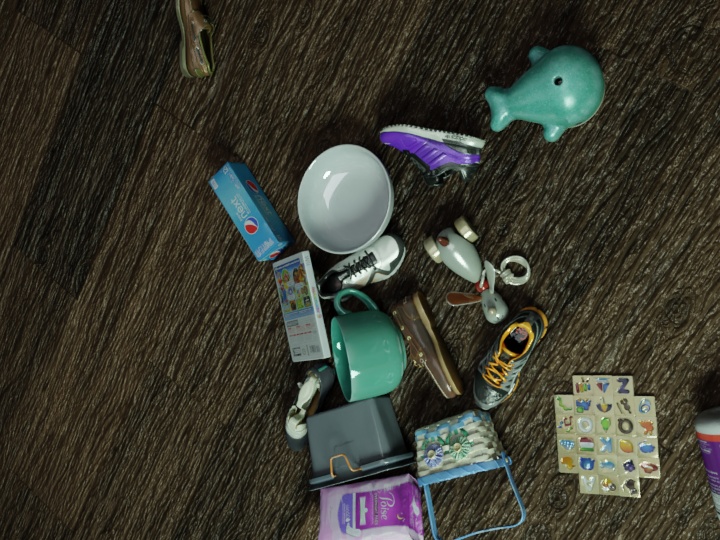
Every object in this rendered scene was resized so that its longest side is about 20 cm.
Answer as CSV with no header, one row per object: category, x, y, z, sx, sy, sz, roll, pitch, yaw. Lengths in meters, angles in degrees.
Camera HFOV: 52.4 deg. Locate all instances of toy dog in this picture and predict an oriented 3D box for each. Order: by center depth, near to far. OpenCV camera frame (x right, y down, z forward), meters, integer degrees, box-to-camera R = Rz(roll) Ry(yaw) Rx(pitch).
toy dog,0.188,-0.004,1.275,0.199,0.096,0.133,38,108,18

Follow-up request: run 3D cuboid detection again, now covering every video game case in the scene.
video game case,-0.117,0.073,1.426,0.142,0.018,0.204,-16,85,59

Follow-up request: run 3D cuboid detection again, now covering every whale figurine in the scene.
whale figurine,0.297,-0.292,1.202,0.196,0.103,0.163,-10,89,25

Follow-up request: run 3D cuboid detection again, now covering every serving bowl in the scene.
serving bowl,-0.019,-0.130,1.376,0.196,0.066,0.205,-3,84,27

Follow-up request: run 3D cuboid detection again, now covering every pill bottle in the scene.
pill bottle,0.582,0.309,1.100,0.111,0.112,0.204,-15,87,25

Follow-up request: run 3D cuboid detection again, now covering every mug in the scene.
mug,0.016,0.136,1.329,0.112,0.152,0.189,-9,111,-13

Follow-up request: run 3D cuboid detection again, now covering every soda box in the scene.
soda box,-0.219,-0.119,1.475,0.064,0.068,0.202,-38,78,23

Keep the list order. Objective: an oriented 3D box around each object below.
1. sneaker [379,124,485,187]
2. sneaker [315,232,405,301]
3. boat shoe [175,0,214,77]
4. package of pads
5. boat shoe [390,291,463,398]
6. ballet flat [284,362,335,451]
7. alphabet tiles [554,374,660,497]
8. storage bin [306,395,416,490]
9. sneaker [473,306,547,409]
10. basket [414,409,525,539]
sneaker,0.119,-0.203,1.311,0.197,0.069,0.102,14,101,24
sneaker,0.000,0.000,1.375,0.199,0.080,0.074,-37,76,21
boat shoe,-0.333,-0.503,1.511,0.067,0.072,0.205,2,103,20
package of pads,0.016,0.459,1.365,0.196,0.076,0.122,-15,54,20
boat shoe,0.120,0.142,1.332,0.070,0.070,0.203,-28,73,16
ballet flat,-0.113,0.273,1.449,0.072,0.073,0.203,30,105,20
alphabet tiles,0.414,0.278,1.236,0.163,0.006,0.205,-4,91,25
storage bin,-0.015,0.321,1.376,0.197,0.145,0.137,-22,74,24
sneaker,0.249,0.154,1.267,0.077,0.077,0.203,30,106,18
basket,0.180,0.358,1.277,0.174,0.138,0.204,-25,74,24
